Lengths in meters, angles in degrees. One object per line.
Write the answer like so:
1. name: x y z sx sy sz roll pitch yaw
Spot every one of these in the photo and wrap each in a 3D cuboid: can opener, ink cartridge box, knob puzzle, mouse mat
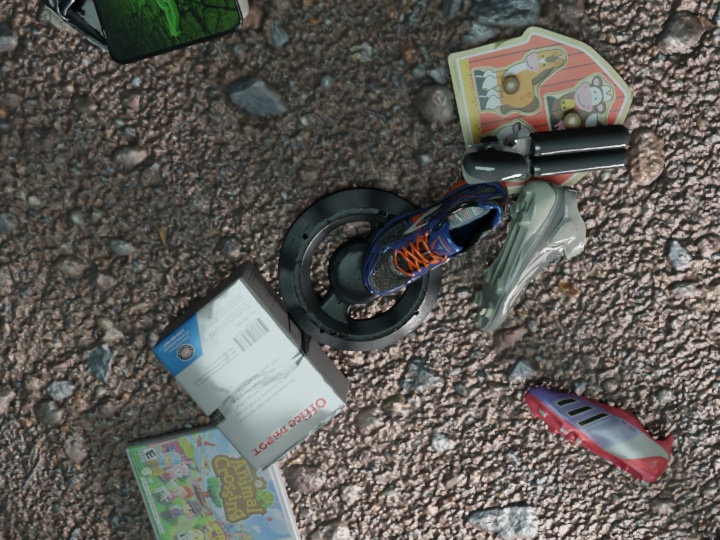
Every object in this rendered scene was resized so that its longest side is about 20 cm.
1. can opener: 0.208 -0.123 1.673 0.197 0.067 0.053 -9 128 -9
2. ink cartridge box: -0.128 0.116 1.784 0.144 0.084 0.201 -37 99 13
3. knob puzzle: 0.212 -0.179 1.696 0.216 0.031 0.223 1 111 2
4. mouse mat: -0.224 -0.334 1.595 0.159 0.008 0.203 -14 102 14

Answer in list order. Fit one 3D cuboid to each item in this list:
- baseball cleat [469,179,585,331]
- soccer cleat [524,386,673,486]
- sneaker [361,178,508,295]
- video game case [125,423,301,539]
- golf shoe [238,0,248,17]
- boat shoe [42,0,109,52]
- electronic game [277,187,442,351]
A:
1. baseball cleat: 0.203 -0.008 1.744 0.105 0.070 0.202 9 122 -18
2. soccer cleat: 0.292 0.188 1.827 0.199 0.067 0.077 33 78 -4
3. sneaker: 0.084 -0.039 1.699 0.199 0.079 0.076 -37 107 8
4. video game case: -0.185 0.291 1.898 0.180 0.022 0.202 -13 110 7
5. golf shoe: -0.141 -0.368 1.609 0.090 0.075 0.202 -8 112 13
6. boat shoe: -0.319 -0.308 1.645 0.200 0.068 0.072 42 107 -13
7. electronic game: 0.000 0.000 1.767 0.197 0.042 0.203 -2 108 -6
